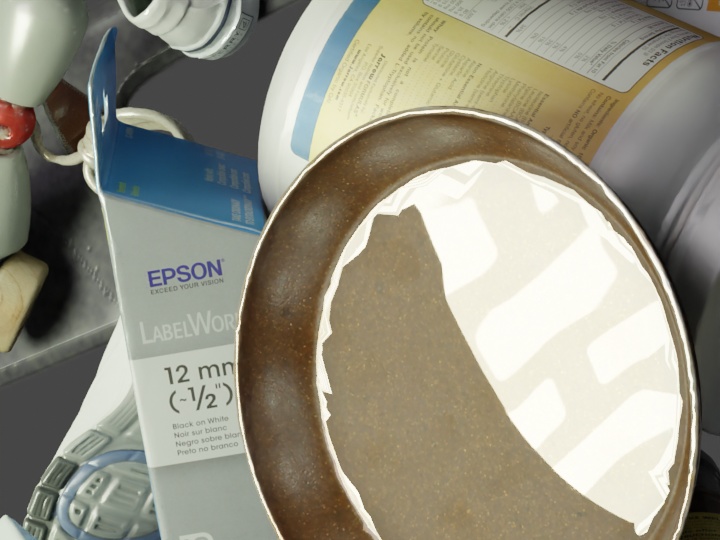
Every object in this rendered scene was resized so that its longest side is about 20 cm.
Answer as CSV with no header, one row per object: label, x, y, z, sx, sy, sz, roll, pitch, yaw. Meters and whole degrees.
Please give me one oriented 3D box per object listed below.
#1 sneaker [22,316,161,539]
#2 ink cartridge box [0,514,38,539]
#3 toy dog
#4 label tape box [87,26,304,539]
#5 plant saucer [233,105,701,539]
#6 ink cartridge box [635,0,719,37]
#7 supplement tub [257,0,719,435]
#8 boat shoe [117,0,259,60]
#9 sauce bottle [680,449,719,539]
sneaker,-0.094,0.068,1.141,0.200,0.074,0.087,-65,8,-3
ink cartridge box,-0.165,0.218,1.019,0.200,0.083,0.146,-45,36,-4
toy dog,-0.175,-0.055,1.228,0.200,0.132,0.096,-43,18,21
label tape box,-0.061,0.008,1.004,0.066,0.143,0.201,-7,104,-2
plant saucer,0.040,0.042,0.881,0.200,0.034,0.201,5,98,38
ink cartridge box,0.103,-0.192,1.049,0.197,0.047,0.201,10,85,43
supplement tub,0.077,-0.035,0.957,0.200,0.145,0.145,28,99,30
boat shoe,-0.102,-0.195,1.209,0.074,0.067,0.200,-38,58,28
sauce bottle,0.120,0.116,0.887,0.065,0.065,0.200,-54,10,18
